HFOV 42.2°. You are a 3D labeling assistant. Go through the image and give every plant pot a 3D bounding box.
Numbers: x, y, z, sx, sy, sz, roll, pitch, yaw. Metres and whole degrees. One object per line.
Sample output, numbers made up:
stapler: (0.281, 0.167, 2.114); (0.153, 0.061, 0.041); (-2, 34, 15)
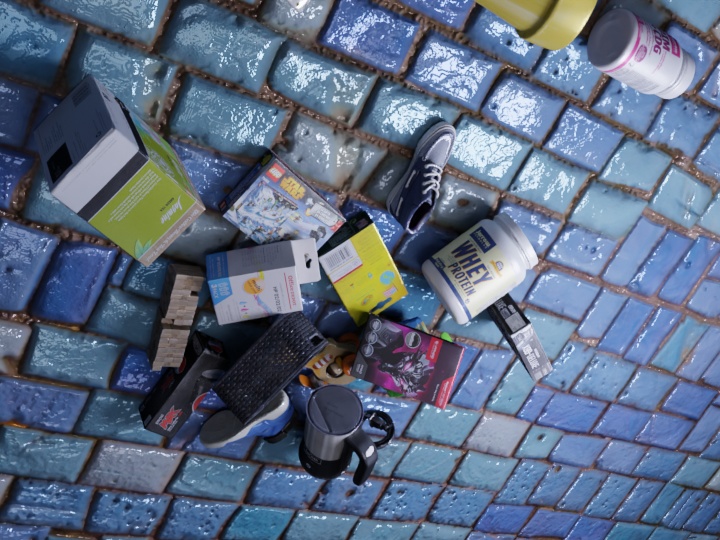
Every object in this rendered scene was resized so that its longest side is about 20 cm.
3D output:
plant pot: (0.268, -0.482, 1.509); (0.185, 0.202, 0.204); (13, 116, -16)

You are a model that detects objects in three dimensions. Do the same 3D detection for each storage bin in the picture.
storage bin: (-0.167, 0.175, 1.737); (0.094, 0.135, 0.200); (45, 103, 4)

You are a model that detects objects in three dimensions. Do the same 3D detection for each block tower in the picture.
block tower: (-0.331, 0.082, 1.665); (0.057, 0.054, 0.203); (6, 119, -29)

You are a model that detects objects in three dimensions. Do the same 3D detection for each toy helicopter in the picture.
toy helicopter: (-0.094, 0.185, 1.859); (0.196, 0.080, 0.134); (14, 124, -21)

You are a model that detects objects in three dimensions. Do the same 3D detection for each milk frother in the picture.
milk frother: (-0.019, 0.313, 1.915); (0.202, 0.178, 0.190); (-58, 169, -37)

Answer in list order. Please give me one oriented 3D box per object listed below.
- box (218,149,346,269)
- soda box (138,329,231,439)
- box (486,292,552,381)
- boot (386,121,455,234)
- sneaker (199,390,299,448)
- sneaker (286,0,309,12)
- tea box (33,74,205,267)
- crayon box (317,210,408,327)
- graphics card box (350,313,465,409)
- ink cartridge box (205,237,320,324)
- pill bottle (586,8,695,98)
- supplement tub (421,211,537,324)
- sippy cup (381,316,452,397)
box: (-0.136, -0.101, 1.649); (0.137, 0.040, 0.199); (-44, 130, 8)
soda box: (-0.330, 0.216, 1.750); (0.070, 0.064, 0.201); (28, 106, -37)
box: (0.308, 0.107, 1.912); (0.049, 0.201, 0.159); (-31, 130, 2)
boot: (0.126, -0.166, 1.705); (0.072, 0.091, 0.202); (17, 113, -34)
sneaker: (-0.217, 0.316, 1.867); (0.197, 0.077, 0.112); (-29, 138, 3)
sneaker: (-0.059, -0.448, 1.438); (0.197, 0.074, 0.117); (18, 114, -24)
tea box: (-0.362, -0.149, 1.396); (0.133, 0.201, 0.197); (-42, 131, 5)
crayon box: (0.000, 0.000, 1.780); (0.125, 0.051, 0.202); (-31, 130, -4)
graphics card box: (0.089, 0.173, 1.789); (0.196, 0.051, 0.128); (20, 91, 4)
ink cartridge box: (-0.167, 0.019, 1.659); (0.195, 0.069, 0.117); (-10, 136, -4)
pill bottle: (0.525, -0.398, 1.737); (0.197, 0.114, 0.115); (15, 114, -34)
supplement tub: (0.234, -0.007, 1.833); (0.198, 0.145, 0.146); (-35, 131, -1)
sippy cup: (0.098, 0.169, 1.881); (0.174, 0.140, 0.133); (-20, 92, 0)
